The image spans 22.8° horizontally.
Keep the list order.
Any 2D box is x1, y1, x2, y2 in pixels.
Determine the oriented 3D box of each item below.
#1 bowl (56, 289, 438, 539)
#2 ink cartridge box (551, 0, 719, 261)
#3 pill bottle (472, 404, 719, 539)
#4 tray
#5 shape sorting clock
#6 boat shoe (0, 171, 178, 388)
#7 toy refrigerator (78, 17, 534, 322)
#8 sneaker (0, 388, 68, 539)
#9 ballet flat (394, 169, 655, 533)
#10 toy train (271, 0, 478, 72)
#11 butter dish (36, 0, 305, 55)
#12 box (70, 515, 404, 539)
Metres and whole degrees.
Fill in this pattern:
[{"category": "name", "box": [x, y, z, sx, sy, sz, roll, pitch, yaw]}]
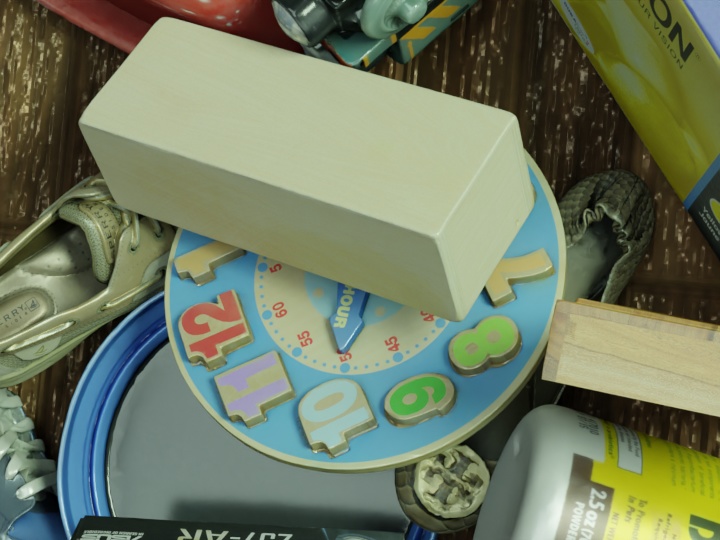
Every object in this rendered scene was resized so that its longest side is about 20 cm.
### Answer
[{"category": "bowl", "box": [-0.053, 0.101, 0.908, 0.199, 0.039, 0.203, -1, 84, 7]}, {"category": "ink cartridge box", "box": [0.156, -0.082, 0.755, 0.047, 0.200, 0.199, -29, 79, -5]}, {"category": "pill bottle", "box": [0.155, 0.140, 0.805, 0.198, 0.109, 0.110, 18, 93, -5]}, {"category": "tray", "box": [0.147, 0.039, 0.781, 0.098, 0.200, 0.037, 11, 90, 16]}, {"category": "shape sorting clock", "box": [0.000, 0.000, 0.857, 0.198, 0.039, 0.202, -7, 65, 15]}, {"category": "boat shoe", "box": [-0.127, -0.015, 0.908, 0.199, 0.065, 0.072, -36, 82, -12]}, {"category": "toy refrigerator", "box": [-0.026, -0.048, 0.832, 0.199, 0.070, 0.076, 18, 59, 27]}, {"category": "sneaker", "box": [-0.196, 0.071, 0.944, 0.199, 0.081, 0.147, 27, 92, 12]}, {"category": "ballet flat", "box": [0.081, 0.038, 0.861, 0.067, 0.046, 0.201, 35, 85, -4]}, {"category": "toy train", "box": [0.043, -0.168, 0.847, 0.200, 0.114, 0.085, -43, 71, -6]}, {"category": "butter dish", "box": [-0.082, -0.201, 0.887, 0.198, 0.148, 0.201, 28, 95, 15]}, {"category": "box", "box": [-0.060, 0.221, 0.864, 0.159, 0.044, 0.202, 3, 110, 3]}]
